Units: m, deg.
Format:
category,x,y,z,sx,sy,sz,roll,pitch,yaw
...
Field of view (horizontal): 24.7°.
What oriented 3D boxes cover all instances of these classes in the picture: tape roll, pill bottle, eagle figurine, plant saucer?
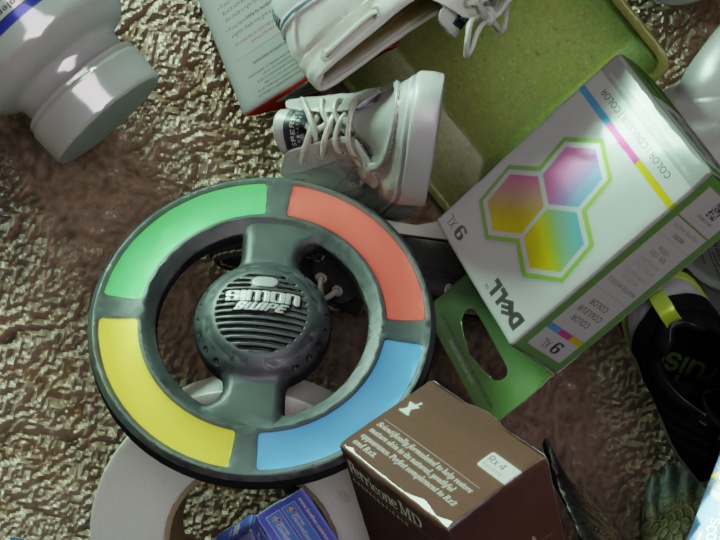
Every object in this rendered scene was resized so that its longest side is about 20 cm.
category,x,y,z,sx,sy,sz,roll,pitch,yaw
tape roll,-0.061,0.160,0.982,0.201,0.037,0.204,2,104,8
pill bottle,-0.217,-0.167,1.005,0.112,0.112,0.200,-42,90,-11
eagle figurine,0.169,0.211,1.008,0.150,0.152,0.202,10,86,14
plant saucer,0.074,-0.158,1.030,0.200,0.200,0.048,51,42,0

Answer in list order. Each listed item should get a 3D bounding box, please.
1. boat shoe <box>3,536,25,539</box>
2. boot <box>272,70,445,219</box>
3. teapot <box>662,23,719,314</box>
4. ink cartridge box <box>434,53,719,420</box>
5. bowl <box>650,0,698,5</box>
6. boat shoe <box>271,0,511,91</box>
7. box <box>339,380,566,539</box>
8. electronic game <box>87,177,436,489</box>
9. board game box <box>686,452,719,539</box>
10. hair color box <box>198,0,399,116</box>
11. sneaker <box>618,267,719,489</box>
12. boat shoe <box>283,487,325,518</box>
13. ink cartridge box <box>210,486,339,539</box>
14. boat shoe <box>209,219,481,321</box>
category,x,y,z,sx,sy,sz,roll,pitch,yaw
boat shoe,-0.165,0.251,0.982,0.072,0.072,0.200,-40,85,-2
boot,-0.006,-0.075,0.979,0.095,0.200,0.074,10,78,-3
teapot,0.259,-0.052,1.030,0.197,0.200,0.146,40,66,11
ink cartridge box,0.111,-0.015,0.942,0.200,0.059,0.104,-42,50,16
bowl,0.160,-0.237,1.045,0.090,0.201,0.201,-41,90,15
boat shoe,0.051,-0.158,0.919,0.201,0.075,0.087,-27,77,11
box,0.064,0.171,0.907,0.075,0.100,0.201,-31,126,-23
electronic game,-0.056,0.031,0.938,0.198,0.042,0.201,0,58,0
board game box,0.244,0.131,0.942,0.135,0.034,0.201,47,61,-44
hair color box,-0.061,-0.210,1.032,0.061,0.101,0.201,-19,86,-46
sneaker,0.211,0.085,0.982,0.072,0.083,0.200,-34,116,8
boat shoe,-0.025,0.142,1.017,0.057,0.067,0.200,-42,93,-15
ink cartridge box,-0.084,0.225,0.931,0.199,0.042,0.120,-33,95,1
boat shoe,0.000,0.000,1.038,0.198,0.074,0.061,4,77,-16
